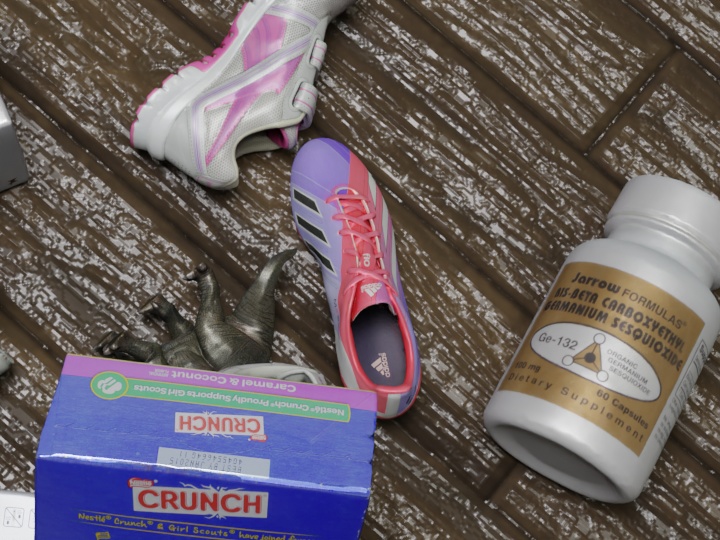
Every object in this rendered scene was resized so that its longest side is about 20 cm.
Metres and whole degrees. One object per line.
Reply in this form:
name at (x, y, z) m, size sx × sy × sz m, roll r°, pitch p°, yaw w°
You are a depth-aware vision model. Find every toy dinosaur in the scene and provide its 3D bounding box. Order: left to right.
toy dinosaur at (-0.109, 0.063, 0.899) m, size 0.200 × 0.077 × 0.102 m, roll -43°, pitch 102°, yaw -31°

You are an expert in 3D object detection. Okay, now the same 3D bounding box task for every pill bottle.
pill bottle at (0.175, 0.042, 0.915) m, size 0.114 × 0.114 × 0.201 m, roll 31°, pitch 74°, yaw 0°

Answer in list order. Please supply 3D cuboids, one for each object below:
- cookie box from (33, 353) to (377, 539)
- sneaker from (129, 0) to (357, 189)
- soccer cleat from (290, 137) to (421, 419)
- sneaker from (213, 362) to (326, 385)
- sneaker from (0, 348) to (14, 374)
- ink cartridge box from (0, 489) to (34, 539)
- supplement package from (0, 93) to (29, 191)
cookie box at (-0.089, 0.147, 0.758) m, size 0.170 × 0.201 × 0.075 m, roll 8°, pitch 43°, yaw -6°
sneaker at (-0.061, -0.131, 0.945) m, size 0.088 × 0.081 × 0.200 m, roll 44°, pitch 82°, yaw 2°
soccer cleat at (0.000, 0.000, 0.918) m, size 0.066 × 0.076 × 0.201 m, roll -11°, pitch 78°, yaw -11°
sneaker at (-0.041, 0.101, 0.835) m, size 0.099 × 0.200 × 0.075 m, roll -22°, pitch 68°, yaw 30°
sneaker at (-0.327, 0.037, 0.864) m, size 0.200 × 0.070 × 0.100 m, roll 34°, pitch 82°, yaw 4°
ink cartridge box at (-0.154, 0.244, 0.852) m, size 0.197 × 0.043 × 0.201 m, roll 6°, pitch 73°, yaw -7°
supplement package at (-0.310, -0.140, 0.883) m, size 0.121 × 0.120 × 0.201 m, roll -24°, pitch 81°, yaw -14°
